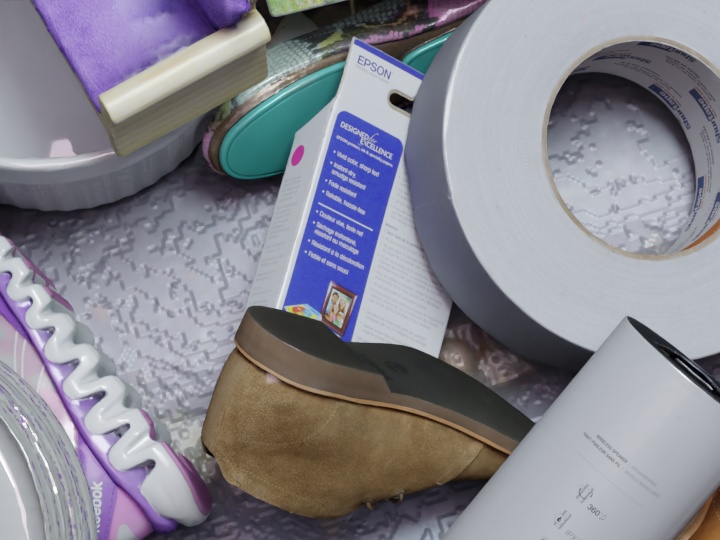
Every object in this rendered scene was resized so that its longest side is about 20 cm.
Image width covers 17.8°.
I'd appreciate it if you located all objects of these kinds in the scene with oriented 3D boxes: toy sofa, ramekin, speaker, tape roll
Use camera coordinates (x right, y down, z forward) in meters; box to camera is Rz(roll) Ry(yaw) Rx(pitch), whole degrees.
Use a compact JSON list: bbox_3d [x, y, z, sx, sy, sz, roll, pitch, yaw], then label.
[{"bbox_3d":[-0.122,-0.161,1.024,0.083,0.098,0.200,-29,75,-10],"label":"toy sofa"},{"bbox_3d":[-0.150,-0.124,1.117,0.200,0.105,0.201,0,72,-1],"label":"ramekin"},{"bbox_3d":[0.087,0.118,1.017,0.081,0.081,0.200,40,99,12],"label":"speaker"},{"bbox_3d":[0.124,-0.052,1.088,0.200,0.066,0.201,2,81,-14],"label":"tape roll"}]

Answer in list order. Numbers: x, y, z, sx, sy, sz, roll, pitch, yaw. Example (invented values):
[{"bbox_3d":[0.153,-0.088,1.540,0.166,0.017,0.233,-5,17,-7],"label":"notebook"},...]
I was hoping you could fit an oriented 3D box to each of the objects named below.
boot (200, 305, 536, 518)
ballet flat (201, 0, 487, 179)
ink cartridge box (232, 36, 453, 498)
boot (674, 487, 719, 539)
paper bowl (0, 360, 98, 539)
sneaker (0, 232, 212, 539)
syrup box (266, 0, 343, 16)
[{"bbox_3d":[0.012,0.077,1.044,0.074,0.200,0.076,40,107,51],"label":"boot"},{"bbox_3d":[0.003,-0.109,1.140,0.200,0.069,0.071,-26,56,-12],"label":"ballet flat"},{"bbox_3d":[0.000,0.000,1.091,0.095,0.037,0.200,26,72,-29],"label":"ink cartridge box"},{"bbox_3d":[0.213,0.120,1.058,0.200,0.074,0.155,-38,72,3],"label":"boot"},{"bbox_3d":[-0.224,0.125,1.004,0.200,0.104,0.201,0,88,16],"label":"paper bowl"},{"bbox_3d":[-0.159,0.058,1.077,0.088,0.080,0.200,-38,76,0],"label":"sneaker"},{"bbox_3d":[0.045,-0.185,1.088,0.199,0.081,0.079,-13,104,5],"label":"syrup box"}]
